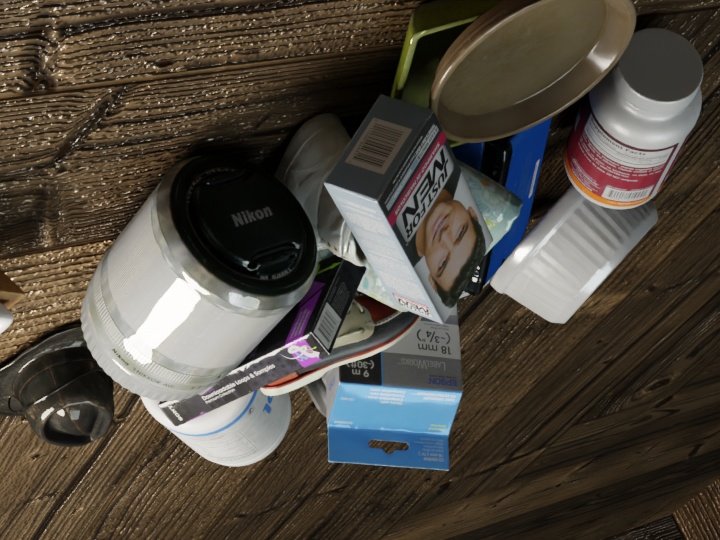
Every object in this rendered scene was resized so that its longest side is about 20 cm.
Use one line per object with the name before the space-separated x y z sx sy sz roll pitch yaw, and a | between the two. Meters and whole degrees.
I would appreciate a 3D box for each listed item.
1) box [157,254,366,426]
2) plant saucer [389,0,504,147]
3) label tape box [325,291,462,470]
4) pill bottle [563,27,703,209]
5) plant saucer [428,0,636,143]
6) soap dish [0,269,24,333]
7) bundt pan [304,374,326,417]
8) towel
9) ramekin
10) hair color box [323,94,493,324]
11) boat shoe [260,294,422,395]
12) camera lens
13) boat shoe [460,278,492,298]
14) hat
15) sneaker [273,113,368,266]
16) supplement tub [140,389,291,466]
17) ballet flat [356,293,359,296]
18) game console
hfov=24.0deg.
box | -0.095 0.064 1.642 0.199 0.036 0.143 -28 -157 31
plant saucer | 0.107 -0.189 1.498 0.199 0.048 0.200 -19 154 -20
label tape box | 0.037 0.110 1.865 0.143 0.201 0.063 5 151 -15
pill bottle | 0.277 -0.154 1.703 0.112 0.113 0.200 -20 158 -15
plant saucer | 0.144 -0.183 1.456 0.199 0.030 0.200 -23 156 -11
soap dish | -0.402 0.037 1.399 0.157 0.082 0.200 -36 158 24
bundt pan | 0.030 0.122 2.023 0.201 0.076 0.202 -22 -179 1
towel | 0.035 -0.047 1.638 0.171 0.048 0.200 27 135 -17
ramekin | 0.244 -0.030 1.880 0.202 0.094 0.202 -48 174 -7
hair color box | 0.046 -0.050 1.488 0.099 0.060 0.200 -58 147 -19
boat shoe | -0.025 0.058 1.741 0.199 0.071 0.063 -26 120 -9
camera lens | -0.145 0.006 1.517 0.159 0.161 0.200 -7 152 -42
boat shoe | 0.094 -0.007 1.866 0.199 0.071 0.070 -27 163 -26
hat | -0.296 0.134 1.753 0.200 0.081 0.201 -24 160 -9
sneaker | -0.041 -0.032 1.562 0.073 0.116 0.201 -14 145 -36
supplement tub | -0.156 0.131 1.842 0.131 0.132 0.200 -27 160 1
ballet flat | 0.000 0.000 1.788 0.199 0.071 0.069 -33 -157 10
game console | 0.097 -0.084 1.714 0.171 0.118 0.201 -48 156 -41
